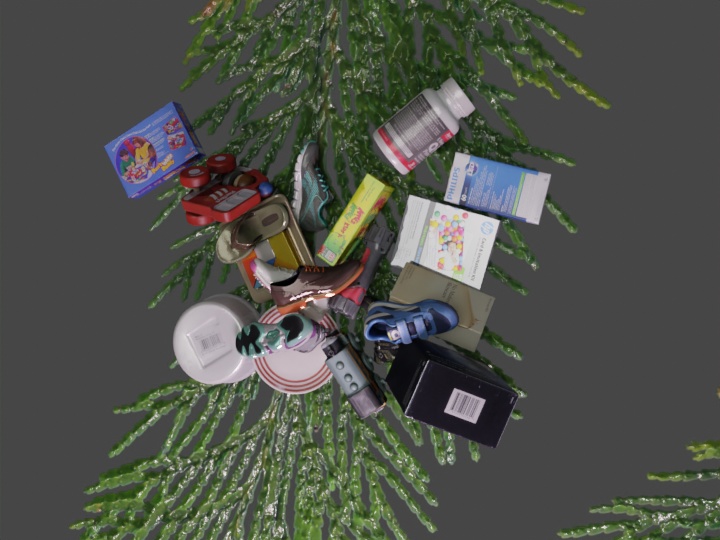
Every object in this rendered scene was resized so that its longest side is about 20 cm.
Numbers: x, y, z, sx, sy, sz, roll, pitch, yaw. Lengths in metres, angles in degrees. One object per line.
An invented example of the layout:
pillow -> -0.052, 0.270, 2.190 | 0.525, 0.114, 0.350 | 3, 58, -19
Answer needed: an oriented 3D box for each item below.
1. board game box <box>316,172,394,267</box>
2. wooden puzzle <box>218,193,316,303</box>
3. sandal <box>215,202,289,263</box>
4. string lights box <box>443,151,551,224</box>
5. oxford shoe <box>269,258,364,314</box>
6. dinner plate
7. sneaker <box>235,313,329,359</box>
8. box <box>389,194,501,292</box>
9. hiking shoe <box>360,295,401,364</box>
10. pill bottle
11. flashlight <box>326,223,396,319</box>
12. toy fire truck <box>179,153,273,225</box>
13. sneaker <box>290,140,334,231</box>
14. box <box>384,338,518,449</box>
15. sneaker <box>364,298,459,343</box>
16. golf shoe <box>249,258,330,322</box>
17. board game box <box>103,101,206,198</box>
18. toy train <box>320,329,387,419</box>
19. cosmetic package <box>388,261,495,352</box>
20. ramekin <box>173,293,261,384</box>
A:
board game box -> -0.009, -0.104, 1.716 | 0.047, 0.102, 0.201 | 35, 99, 11
wooden puzzle -> -0.199, -0.042, 1.762 | 0.184, 0.037, 0.202 | -23, 98, 27
sandal -> -0.237, -0.082, 1.721 | 0.200, 0.057, 0.080 | -32, 88, 27
string lights box -> 0.279, -0.167, 1.664 | 0.198, 0.059, 0.104 | 16, 95, 13
oxford shoe -> -0.088, 0.017, 1.651 | 0.198, 0.071, 0.073 | -26, 109, -2
dinner plate -> -0.140, 0.165, 1.773 | 0.197, 0.024, 0.203 | 0, 88, -8
sneaker -> -0.154, 0.148, 1.715 | 0.198, 0.139, 0.079 | -12, 72, 32
box -> 0.176, -0.056, 1.704 | 0.198, 0.041, 0.158 | 18, 97, 12
hiking shoe -> 0.053, 0.146, 1.722 | 0.101, 0.076, 0.200 | -42, 83, 8
pill bottle -> 0.132, -0.299, 1.670 | 0.199, 0.111, 0.111 | -38, 83, 12
flashlight -> 0.000, 0.000, 1.717 | 0.067, 0.068, 0.202 | 28, 79, -17
toy fire truck -> -0.277, -0.164, 1.731 | 0.166, 0.200, 0.113 | 17, 125, 30
sneaker -> -0.097, -0.176, 1.756 | 0.090, 0.078, 0.203 | 10, 103, 10
box -> 0.172, 0.229, 1.602 | 0.198, 0.198, 0.124 | 22, 96, -13
sneaker -> 0.095, 0.106, 1.593 | 0.198, 0.082, 0.075 | -5, 120, 28
golf shoe -> -0.140, 0.024, 1.717 | 0.199, 0.075, 0.092 | 37, 101, -21
board game box -> -0.467, -0.272, 1.855 | 0.199, 0.045, 0.136 | -29, 85, 13
toy train -> -0.013, 0.216, 1.714 | 0.085, 0.114, 0.201 | -32, 92, 11
cosmetic package -> 0.162, 0.074, 1.665 | 0.198, 0.073, 0.104 | 21, 52, 9
ramekin -> -0.315, 0.155, 1.804 | 0.198, 0.098, 0.203 | 1, 92, 14
